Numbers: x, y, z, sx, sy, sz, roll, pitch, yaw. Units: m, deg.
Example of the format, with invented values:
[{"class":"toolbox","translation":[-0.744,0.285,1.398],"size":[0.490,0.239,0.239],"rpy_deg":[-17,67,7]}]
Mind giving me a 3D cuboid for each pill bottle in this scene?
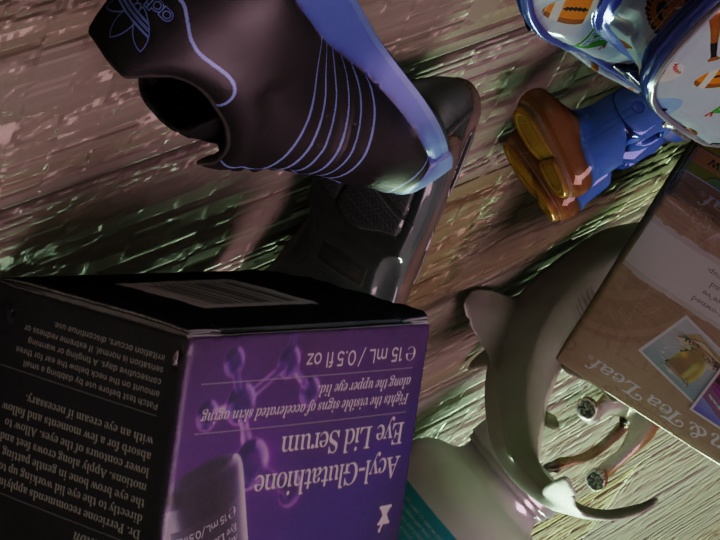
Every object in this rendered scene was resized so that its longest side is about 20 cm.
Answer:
[{"class":"pill bottle","translation":[0.027,0.175,1.212],"size":[0.200,0.111,0.111],"rpy_deg":[-42,159,3]}]

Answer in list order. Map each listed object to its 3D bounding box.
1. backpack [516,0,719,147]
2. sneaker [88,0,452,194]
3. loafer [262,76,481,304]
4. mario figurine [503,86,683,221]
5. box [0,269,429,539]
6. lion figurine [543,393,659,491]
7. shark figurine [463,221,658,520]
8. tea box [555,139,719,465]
[{"class":"backpack","translation":[0.120,-0.141,0.714],"size":[0.200,0.154,0.190],"rpy_deg":[-45,148,18]},{"class":"sneaker","translation":[-0.029,-0.065,0.716],"size":[0.078,0.070,0.200],"rpy_deg":[-37,153,2]},{"class":"loafer","translation":[0.000,0.000,0.887],"size":[0.063,0.072,0.200],"rpy_deg":[-30,155,-48]},{"class":"mario figurine","translation":[0.155,-0.108,0.957],"size":[0.200,0.123,0.106],"rpy_deg":[-28,114,-10]},{"class":"box","translation":[-0.067,0.106,0.793],"size":[0.148,0.104,0.200],"rpy_deg":[-3,103,-52]},{"class":"lion figurine","translation":[0.214,0.069,1.397],"size":[0.200,0.073,0.122],"rpy_deg":[-39,177,36]},{"class":"shark figurine","translation":[0.086,0.054,1.094],"size":[0.128,0.215,0.090],"rpy_deg":[-20,128,29]},{"class":"tea box","translation":[0.241,0.007,1.049],"size":[0.197,0.200,0.134],"rpy_deg":[-53,173,-46]}]
